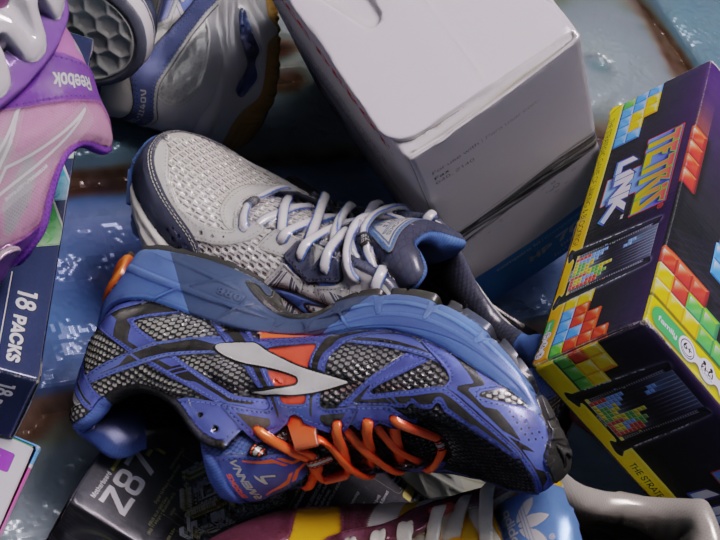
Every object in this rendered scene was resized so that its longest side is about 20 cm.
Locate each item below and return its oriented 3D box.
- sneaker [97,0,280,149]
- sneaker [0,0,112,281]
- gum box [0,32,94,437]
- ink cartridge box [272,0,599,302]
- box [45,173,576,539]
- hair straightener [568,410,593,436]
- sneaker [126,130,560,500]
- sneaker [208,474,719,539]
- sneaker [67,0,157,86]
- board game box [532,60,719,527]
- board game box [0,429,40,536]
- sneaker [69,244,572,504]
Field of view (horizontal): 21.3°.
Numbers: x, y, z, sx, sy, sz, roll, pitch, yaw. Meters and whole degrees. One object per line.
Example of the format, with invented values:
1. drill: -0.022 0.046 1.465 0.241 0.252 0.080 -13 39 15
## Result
1. sneaker: -0.089 -0.150 0.885 0.088 0.075 0.201 8 51 -21
2. sneaker: -0.152 -0.019 0.640 0.200 0.080 0.089 -50 129 -27
3. gum box: -0.208 -0.041 0.707 0.199 0.045 0.171 15 49 -16
4. ink cartridge box: 0.028 -0.087 0.808 0.086 0.200 0.147 -33 70 -2
5. box: -0.009 0.074 0.770 0.161 0.049 0.200 33 48 -3
6. hair straightener: 0.176 0.076 0.841 0.200 0.041 0.077 31 49 -20
7. sneaker: 0.000 0.000 0.741 0.200 0.085 0.077 36 47 5
8. sneaker: 0.031 0.103 0.675 0.199 0.090 0.075 -1 58 -29
9. sneaker: -0.152 -0.162 0.839 0.202 0.077 0.146 23 44 15
10. board game box: 0.164 0.042 0.769 0.200 0.057 0.166 47 40 -22
11. board game box: -0.212 0.115 0.640 0.152 0.040 0.200 25 48 -7
12. sneaker: -0.018 0.052 0.673 0.199 0.075 0.079 9 55 32
